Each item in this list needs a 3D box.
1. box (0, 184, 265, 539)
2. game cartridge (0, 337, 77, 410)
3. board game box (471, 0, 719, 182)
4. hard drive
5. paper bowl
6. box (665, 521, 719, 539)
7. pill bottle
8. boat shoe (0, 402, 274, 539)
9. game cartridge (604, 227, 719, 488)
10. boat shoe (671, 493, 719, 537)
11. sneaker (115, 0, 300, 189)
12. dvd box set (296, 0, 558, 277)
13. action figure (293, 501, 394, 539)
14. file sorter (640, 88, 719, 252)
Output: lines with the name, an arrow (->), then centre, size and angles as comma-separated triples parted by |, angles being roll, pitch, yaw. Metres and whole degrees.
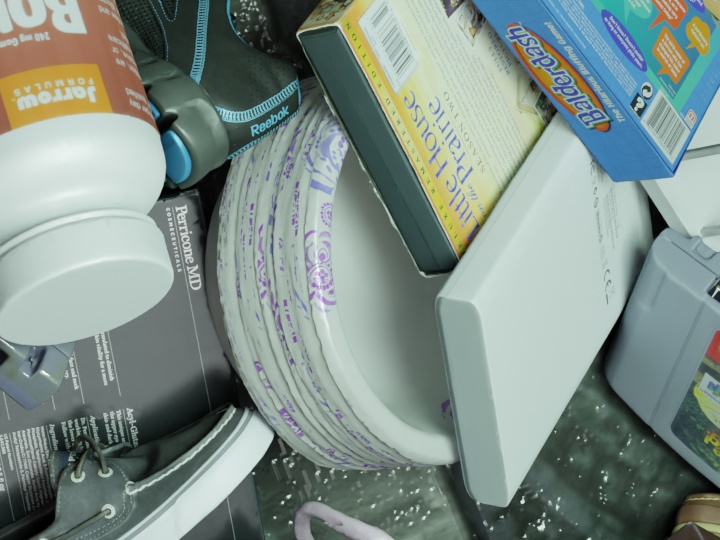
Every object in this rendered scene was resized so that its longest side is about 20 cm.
box -> -0.134, 0.062, 1.494 | 0.140, 0.079, 0.201 | -10, 103, -4
game cartridge -> -0.207, -0.039, 1.357 | 0.200, 0.130, 0.038 | 41, 121, -20
board game box -> 0.141, -0.169, 1.443 | 0.152, 0.045, 0.201 | 49, 57, -30
hard drive -> 0.096, 0.003, 1.456 | 0.027, 0.200, 0.133 | 10, 132, 25
paper bowl -> 0.000, 0.000, 1.462 | 0.104, 0.200, 0.202 | -8, 108, 38
box -> 0.136, 0.228, 1.532 | 0.200, 0.075, 0.100 | -41, 142, 15
pill bottle -> -0.153, -0.074, 1.323 | 0.112, 0.112, 0.201 | -18, 69, -5
boat shoe -> -0.137, 0.118, 1.434 | 0.199, 0.070, 0.066 | -35, 103, 11
game cartridge -> 0.218, 0.076, 1.506 | 0.200, 0.133, 0.041 | 37, 61, 15
boat shoe -> 0.269, 0.140, 1.590 | 0.199, 0.072, 0.068 | 6, 67, -3
sneaker -> -0.108, -0.115, 1.428 | 0.082, 0.200, 0.073 | -26, 143, -25
dvd box set -> 0.052, -0.113, 1.436 | 0.029, 0.200, 0.147 | -8, 123, 37
action figure -> -0.025, 0.203, 1.513 | 0.149, 0.134, 0.200 | -59, 147, -6
file sorter -> 0.266, -0.025, 1.496 | 0.139, 0.124, 0.201 | -43, 106, -28
